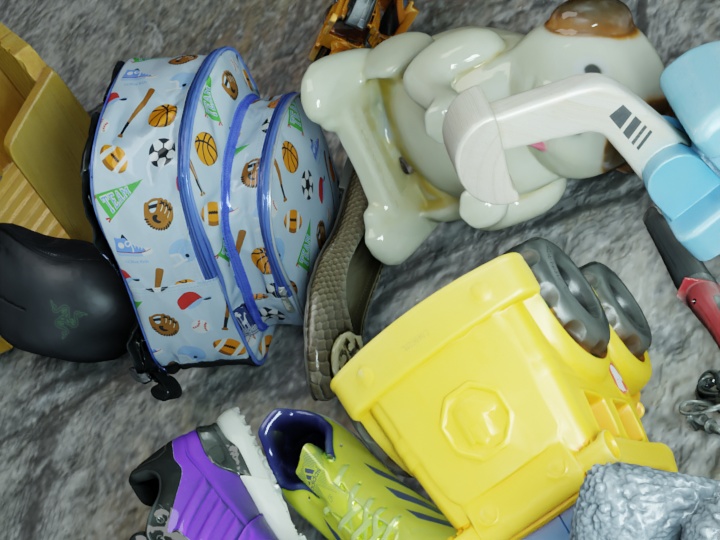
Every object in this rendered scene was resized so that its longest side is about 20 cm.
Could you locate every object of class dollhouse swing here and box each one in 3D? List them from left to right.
[{"bbox_3d":[-0.291,-0.068,1.930,0.176,0.182,0.200,-40,32,-7],"label":"dollhouse swing"}]

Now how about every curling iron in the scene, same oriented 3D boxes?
[{"bbox_3d":[0.184,0.021,1.399,0.050,0.026,0.200,-34,35,16],"label":"curling iron"}]

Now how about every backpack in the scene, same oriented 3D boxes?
[{"bbox_3d":[-0.101,-0.048,1.652,0.154,0.191,0.200,-13,44,19],"label":"backpack"}]

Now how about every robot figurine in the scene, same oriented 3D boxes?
[{"bbox_3d":[0.019,-0.216,1.780,0.145,0.058,0.200,124,167,-61],"label":"robot figurine"}]

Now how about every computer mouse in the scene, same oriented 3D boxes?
[{"bbox_3d":[-0.243,0.022,1.812,0.200,0.139,0.053,10,20,39],"label":"computer mouse"}]

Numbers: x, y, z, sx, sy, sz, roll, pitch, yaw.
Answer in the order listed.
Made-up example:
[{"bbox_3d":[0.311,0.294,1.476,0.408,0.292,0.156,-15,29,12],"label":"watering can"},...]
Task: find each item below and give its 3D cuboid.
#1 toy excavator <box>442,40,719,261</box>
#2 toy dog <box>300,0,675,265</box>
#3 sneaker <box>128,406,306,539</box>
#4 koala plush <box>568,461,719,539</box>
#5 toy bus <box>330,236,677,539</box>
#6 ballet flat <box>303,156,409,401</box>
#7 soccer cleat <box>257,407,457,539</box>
[{"bbox_3d":[0.169,-0.072,1.354,0.194,0.200,0.100,-38,33,14],"label":"toy excavator"},{"bbox_3d":[0.100,-0.095,1.546,0.200,0.140,0.194,-8,13,47],"label":"toy dog"},{"bbox_3d":[-0.080,0.175,1.449,0.099,0.070,0.200,-21,47,-9],"label":"sneaker"},{"bbox_3d":[0.192,0.201,1.112,0.177,0.184,0.200,-2,75,59],"label":"koala plush"},{"bbox_3d":[0.106,0.098,1.312,0.136,0.200,0.192,-38,70,16],"label":"toy bus"},{"bbox_3d":[0.000,0.000,1.614,0.046,0.067,0.200,4,49,12],"label":"ballet flat"},{"bbox_3d":[-0.001,0.137,1.438,0.065,0.084,0.200,-49,33,-3],"label":"soccer cleat"}]
